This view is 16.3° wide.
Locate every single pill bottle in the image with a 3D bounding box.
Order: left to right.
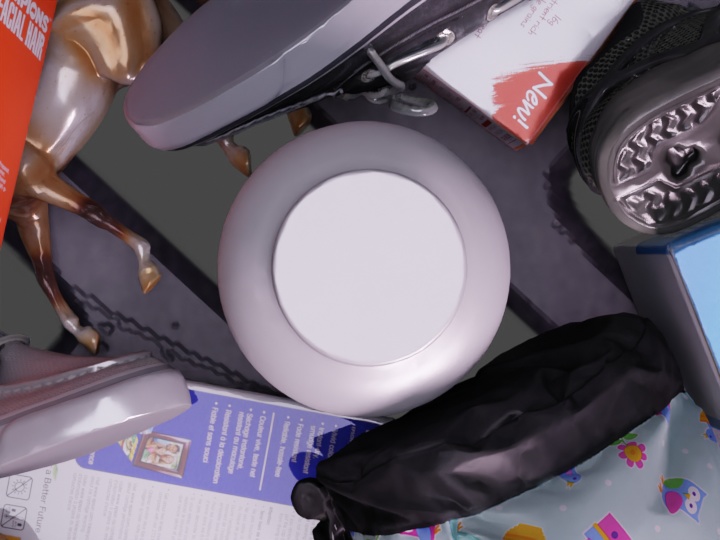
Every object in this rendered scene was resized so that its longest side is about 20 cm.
[{"bbox_3d":[0.000,0.000,0.978,0.110,0.200,0.111,0,89,-3],"label":"pill bottle"}]

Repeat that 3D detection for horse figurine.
[{"bbox_3d":[-0.109,-0.064,1.048,0.133,0.050,0.200,43,93,4],"label":"horse figurine"}]

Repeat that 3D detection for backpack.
[{"bbox_3d":[0.087,0.134,0.963,0.167,0.127,0.201,-26,96,-25],"label":"backpack"}]

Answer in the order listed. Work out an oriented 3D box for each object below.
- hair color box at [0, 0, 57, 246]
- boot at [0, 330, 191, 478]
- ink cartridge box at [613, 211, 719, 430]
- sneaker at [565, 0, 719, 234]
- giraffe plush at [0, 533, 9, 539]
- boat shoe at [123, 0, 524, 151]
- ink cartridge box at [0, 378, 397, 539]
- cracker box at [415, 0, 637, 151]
[{"bbox_3d":[-0.193,-0.060,0.995,0.111,0.064,0.201,3,71,22],"label":"hair color box"},{"bbox_3d":[-0.165,0.038,1.008,0.199,0.074,0.096,-17,84,24],"label":"boot"},{"bbox_3d":[0.217,-0.010,1.014,0.199,0.145,0.084,-22,91,-2],"label":"ink cartridge box"},{"bbox_3d":[0.169,-0.088,1.003,0.199,0.114,0.076,-27,114,-3],"label":"sneaker"},{"bbox_3d":[-0.167,0.173,0.995,0.200,0.173,0.162,-19,68,-32],"label":"giraffe plush"},{"bbox_3d":[0.003,-0.096,0.991,0.199,0.074,0.068,-35,125,-4],"label":"boat shoe"},{"bbox_3d":[-0.059,0.096,1.058,0.199,0.037,0.095,10,88,1],"label":"ink cartridge box"},{"bbox_3d":[0.028,-0.162,1.052,0.200,0.058,0.134,36,89,-2],"label":"cracker box"}]
